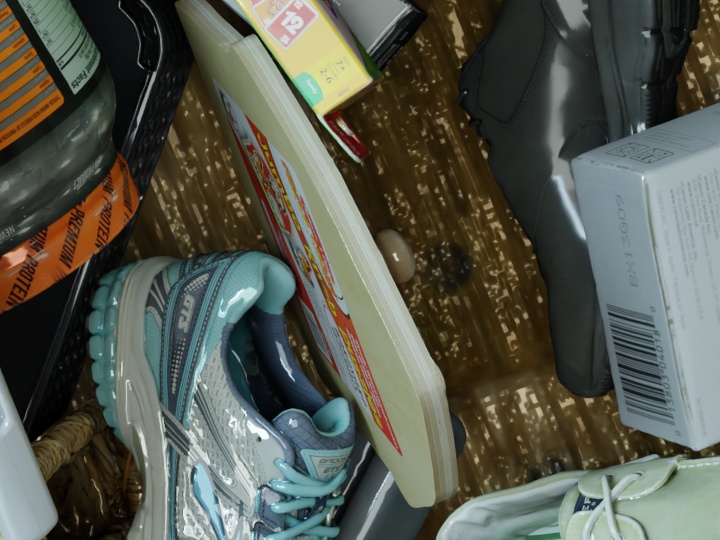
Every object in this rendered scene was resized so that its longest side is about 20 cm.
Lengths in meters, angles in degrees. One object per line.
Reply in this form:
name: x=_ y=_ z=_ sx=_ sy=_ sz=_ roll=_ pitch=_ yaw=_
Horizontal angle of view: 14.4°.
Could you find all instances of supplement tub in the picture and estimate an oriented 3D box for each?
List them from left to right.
supplement tub: x=-0.166 y=-0.086 z=0.988 sx=0.122 sy=0.123 sz=0.200 roll=-26 pitch=109 yaw=8

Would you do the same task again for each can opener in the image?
can opener: x=-0.010 y=0.140 z=1.149 sx=0.066 sy=0.053 sz=0.200 roll=17 pitch=102 yaw=-32

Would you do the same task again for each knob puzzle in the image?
knob puzzle: x=0.000 y=0.000 z=1.028 sx=0.030 sy=0.220 sz=0.220 roll=-25 pitch=94 yaw=-9

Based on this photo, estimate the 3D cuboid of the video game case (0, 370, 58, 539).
video game case: x=-0.195 y=-0.008 z=0.965 sx=0.200 sy=0.023 sz=0.182 roll=20 pitch=137 yaw=42

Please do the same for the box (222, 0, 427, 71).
box: x=-0.065 y=-0.145 z=1.057 sx=0.200 sy=0.160 sz=0.044 roll=41 pitch=95 yaw=0

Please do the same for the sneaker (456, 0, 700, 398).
sneaker: x=0.082 y=-0.051 z=1.106 sx=0.091 sy=0.076 sz=0.200 roll=5 pitch=100 yaw=23

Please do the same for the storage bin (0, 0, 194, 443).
storage bin: x=-0.159 y=-0.035 z=1.114 sx=0.135 sy=0.094 sz=0.200 roll=21 pitch=99 yaw=3

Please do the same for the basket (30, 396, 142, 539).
basket: x=-0.112 y=0.153 z=1.077 sx=0.149 sy=0.200 sz=0.143 roll=-44 pitch=90 yaw=8

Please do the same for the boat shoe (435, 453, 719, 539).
boat shoe: x=0.101 y=0.104 z=1.059 sx=0.062 sy=0.200 sz=0.072 roll=30 pitch=59 yaw=-24

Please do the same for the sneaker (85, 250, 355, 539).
sneaker: x=-0.042 y=0.087 z=1.077 sx=0.086 sy=0.078 sz=0.200 roll=-17 pitch=88 yaw=29

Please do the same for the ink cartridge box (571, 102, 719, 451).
ink cartridge box: x=0.181 y=-0.019 z=1.080 sx=0.200 sy=0.050 sz=0.109 roll=-21 pitch=109 yaw=-26

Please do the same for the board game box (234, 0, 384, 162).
board game box: x=-0.050 y=-0.122 z=0.929 sx=0.030 sy=0.096 sz=0.200 roll=-33 pitch=92 yaw=5
